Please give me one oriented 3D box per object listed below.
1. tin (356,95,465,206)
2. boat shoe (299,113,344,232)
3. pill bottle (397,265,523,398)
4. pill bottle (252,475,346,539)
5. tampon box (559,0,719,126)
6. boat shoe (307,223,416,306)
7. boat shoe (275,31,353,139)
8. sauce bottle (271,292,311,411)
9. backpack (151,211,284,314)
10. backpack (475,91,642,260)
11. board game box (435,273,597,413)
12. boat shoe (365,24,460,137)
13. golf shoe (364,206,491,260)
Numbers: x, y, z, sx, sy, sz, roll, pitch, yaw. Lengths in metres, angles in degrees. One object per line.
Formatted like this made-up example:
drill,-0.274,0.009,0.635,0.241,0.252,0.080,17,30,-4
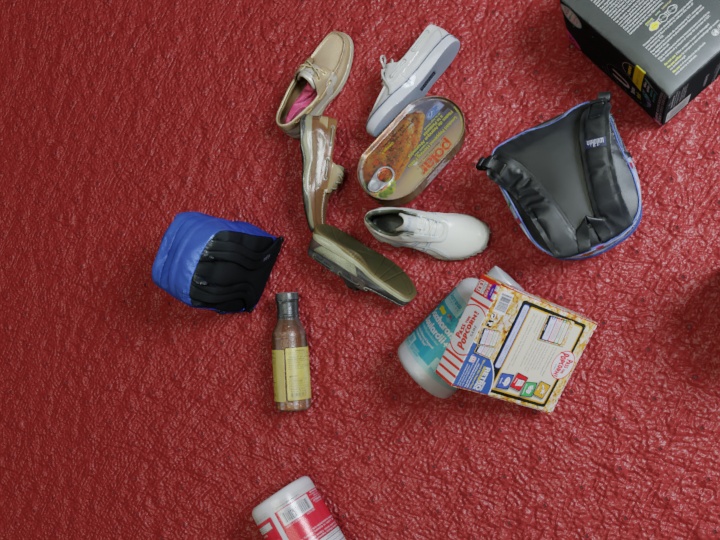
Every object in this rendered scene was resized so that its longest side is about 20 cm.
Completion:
tin,0.083,-0.188,1.020,0.200,0.042,0.112,-47,63,-4
boat shoe,-0.063,-0.164,1.088,0.074,0.076,0.200,-3,99,-5
pill bottle,0.157,0.088,0.965,0.111,0.111,0.200,46,104,18
pill bottle,-0.083,0.451,1.050,0.112,0.112,0.200,-38,74,17
tampon box,0.386,-0.322,0.864,0.126,0.150,0.200,-44,73,15
boat shoe,-0.001,0.000,1.062,0.201,0.072,0.066,35,122,11
boat shoe,-0.080,-0.321,1.104,0.074,0.069,0.200,32,100,21
sauce bottle,-0.120,0.138,1.105,0.066,0.066,0.200,-3,86,23
backpack,-0.261,-0.015,1.097,0.168,0.200,0.163,21,97,22
backpack,0.293,-0.110,0.895,0.200,0.154,0.191,-26,70,26
board game box,0.221,0.107,0.898,0.152,0.200,0.046,-65,30,7
boat shoe,0.063,-0.314,1.041,0.086,0.075,0.202,44,102,18
golf shoe,0.098,-0.060,1.004,0.200,0.097,0.078,7,89,22
